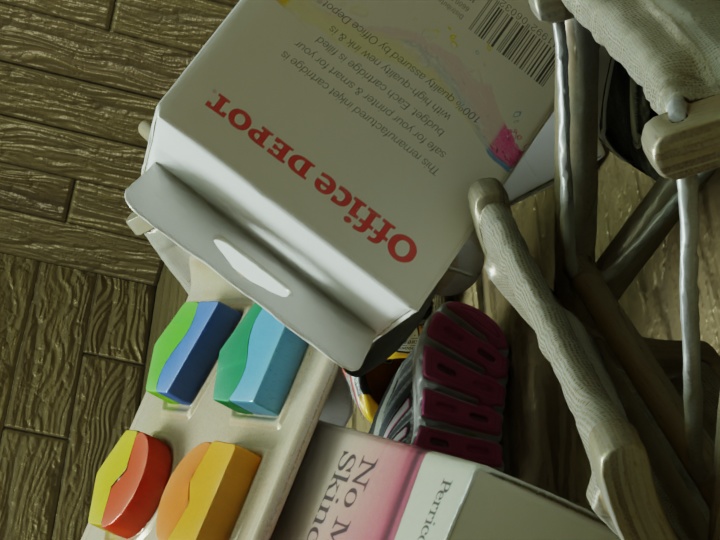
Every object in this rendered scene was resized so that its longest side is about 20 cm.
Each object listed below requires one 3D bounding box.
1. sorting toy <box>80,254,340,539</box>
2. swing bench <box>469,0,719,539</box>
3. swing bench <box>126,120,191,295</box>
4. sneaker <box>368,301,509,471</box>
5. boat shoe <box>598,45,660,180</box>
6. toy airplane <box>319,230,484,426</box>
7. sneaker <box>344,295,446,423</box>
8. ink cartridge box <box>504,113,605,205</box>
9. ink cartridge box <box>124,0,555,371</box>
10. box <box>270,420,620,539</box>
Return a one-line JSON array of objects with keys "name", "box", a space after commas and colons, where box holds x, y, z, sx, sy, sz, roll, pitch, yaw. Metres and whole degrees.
[{"name": "sorting toy", "box": [-0.080, 0.079, 0.739, 0.185, 0.036, 0.202, -4, 65, 58]}, {"name": "swing bench", "box": [0.115, -0.015, 0.469, 0.199, 0.128, 0.202, -107, 32, -66]}, {"name": "swing bench", "box": [-0.074, -0.035, 1.178, 0.129, 0.200, 0.200, -30, 27, 10]}, {"name": "sneaker", "box": [0.040, 0.121, 0.860, 0.088, 0.073, 0.201, 121, 163, -55]}, {"name": "boat shoe", "box": [0.143, -0.136, 0.632, 0.068, 0.073, 0.201, -115, 37, -66]}, {"name": "toy airplane", "box": [0.000, 0.000, 0.839, 0.200, 0.140, 0.202, 105, 169, -56]}, {"name": "sneaker", "box": [0.034, 0.018, 1.008, 0.082, 0.077, 0.202, -105, 20, -57]}, {"name": "ink cartridge box", "box": [0.061, -0.152, 0.835, 0.082, 0.147, 0.201, -25, 37, 18]}, {"name": "ink cartridge box", "box": [0.000, -0.067, 0.633, 0.201, 0.128, 0.125, -54, 2, -16]}, {"name": "box", "box": [0.018, 0.149, 0.670, 0.199, 0.108, 0.129, 2, 67, 62]}]
